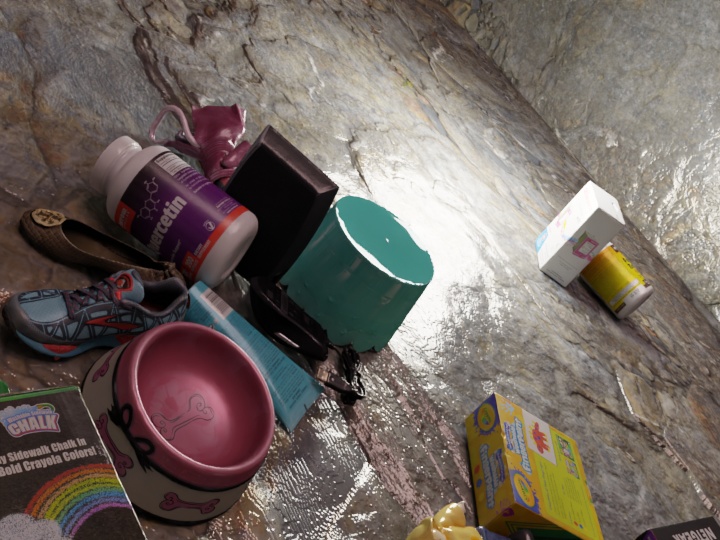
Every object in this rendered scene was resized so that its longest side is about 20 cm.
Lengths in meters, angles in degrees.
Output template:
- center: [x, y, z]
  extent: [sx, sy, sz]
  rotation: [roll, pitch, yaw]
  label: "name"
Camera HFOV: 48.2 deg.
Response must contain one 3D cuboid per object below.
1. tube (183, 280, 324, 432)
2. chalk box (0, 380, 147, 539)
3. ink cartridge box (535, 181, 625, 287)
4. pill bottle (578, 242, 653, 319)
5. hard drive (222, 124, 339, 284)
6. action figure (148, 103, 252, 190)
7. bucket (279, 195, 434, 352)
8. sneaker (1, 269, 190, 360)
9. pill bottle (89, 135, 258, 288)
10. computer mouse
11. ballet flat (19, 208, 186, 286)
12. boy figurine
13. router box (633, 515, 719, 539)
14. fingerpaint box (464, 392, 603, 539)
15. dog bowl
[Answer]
- center: [-0.133, 0.097, 0.952]
  extent: [0.200, 0.050, 0.078]
  rotation: [43, 52, -2]
  label: "tube"
- center: [-0.265, 0.172, 0.597]
  extent: [0.124, 0.124, 0.201]
  rotation: [0, 47, -50]
  label: "chalk box"
- center: [0.500, -0.086, 1.849]
  extent: [0.084, 0.200, 0.145]
  rotation: [34, 28, -12]
  label: "ink cartridge box"
- center: [0.597, 0.009, 1.933]
  extent: [0.201, 0.109, 0.109]
  rotation: [51, 29, 19]
  label: "pill bottle"
- center: [-0.125, -0.072, 1.043]
  extent: [0.135, 0.201, 0.042]
  rotation: [41, 36, 4]
  label: "hard drive"
- center: [-0.202, -0.166, 1.151]
  extent: [0.147, 0.134, 0.201]
  rotation: [17, 33, -36]
  label: "action figure"
- center: [0.000, 0.000, 1.163]
  extent: [0.206, 0.135, 0.208]
  rotation: [30, 29, -19]
  label: "bucket"
- center: [-0.264, 0.030, 0.828]
  extent: [0.199, 0.096, 0.080]
  rotation: [3, 45, -50]
  label: "sneaker"
- center: [-0.232, -0.075, 0.995]
  extent: [0.199, 0.113, 0.113]
  rotation: [36, 27, 2]
  label: "pill bottle"
- center: [-0.074, 0.098, 1.020]
  extent: [0.199, 0.046, 0.141]
  rotation: [41, 14, -22]
  label: "computer mouse"
- center: [-0.289, -0.022, 0.918]
  extent: [0.198, 0.047, 0.068]
  rotation: [30, 32, -11]
  label: "ballet flat"
- center: [0.123, 0.323, 0.936]
  extent: [0.198, 0.064, 0.125]
  rotation: [25, 34, -34]
  label: "boy figurine"
- center: [0.390, 0.395, 1.075]
  extent: [0.198, 0.149, 0.051]
  rotation: [10, 40, -45]
  label: "router box"
- center: [0.235, 0.292, 1.108]
  extent: [0.166, 0.073, 0.201]
  rotation: [32, 29, -19]
  label: "fingerpaint box"
- center: [-0.169, 0.139, 0.792]
  extent: [0.199, 0.074, 0.202]
  rotation: [32, 35, -26]
  label: "dog bowl"
